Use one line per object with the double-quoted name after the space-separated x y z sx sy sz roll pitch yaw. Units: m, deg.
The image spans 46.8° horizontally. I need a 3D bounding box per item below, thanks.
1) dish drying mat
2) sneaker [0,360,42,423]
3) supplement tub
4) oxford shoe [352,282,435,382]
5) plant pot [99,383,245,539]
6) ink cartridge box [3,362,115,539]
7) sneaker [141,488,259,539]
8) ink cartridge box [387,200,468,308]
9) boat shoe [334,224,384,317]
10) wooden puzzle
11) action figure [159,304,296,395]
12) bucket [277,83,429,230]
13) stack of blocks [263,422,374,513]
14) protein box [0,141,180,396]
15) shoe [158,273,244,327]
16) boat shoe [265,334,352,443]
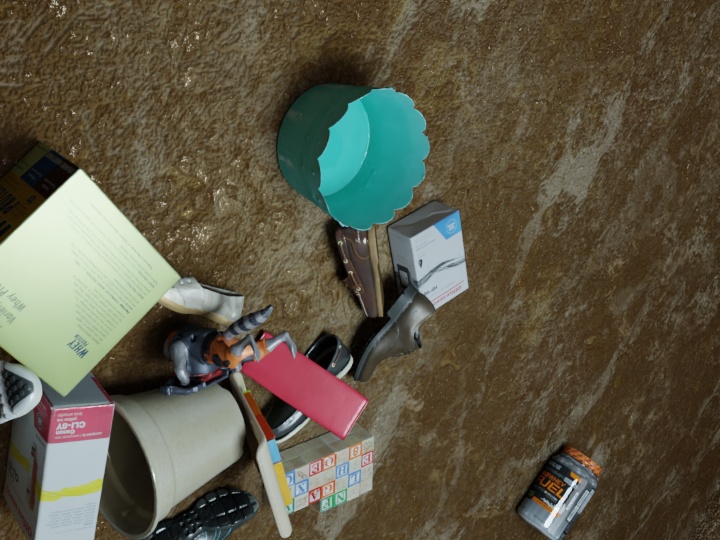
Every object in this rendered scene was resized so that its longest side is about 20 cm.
-0.088 0.181 1.312 0.199 0.018 0.077 34 83 -4 "dish drying mat"
-0.427 0.145 0.993 0.081 0.199 0.076 -2 80 -49 "sneaker"
0.467 0.518 1.939 0.201 0.122 0.123 -54 133 -9 "supplement tub"
0.057 0.125 1.418 0.201 0.084 0.073 -54 179 22 "oxford shoe"
-0.270 0.241 1.169 0.183 0.199 0.203 -19 121 -46 "plant pot"
-0.392 0.233 1.074 0.083 0.145 0.202 0 109 -39 "ink cartridge box"
-0.256 0.417 1.334 0.198 0.075 0.080 -19 134 -25 "sneaker"
0.123 -0.004 1.456 0.115 0.066 0.202 -30 126 -28 "ink cartridge box"
0.000 0.000 1.360 0.070 0.071 0.201 -7 130 3 "boat shoe"
-0.147 0.275 1.267 0.037 0.200 0.187 -17 121 -12 "wooden puzzle"
-0.190 0.103 1.175 0.200 0.192 0.106 -28 110 -66 "action figure"
-0.014 -0.174 1.218 0.206 0.134 0.209 -17 120 -33 "bucket"
-0.072 0.358 1.458 0.199 0.058 0.116 -15 118 -35 "stack of blocks"
-0.369 -0.002 0.996 0.200 0.134 0.199 -48 132 -14 "protein box"
-0.237 0.031 1.170 0.200 0.070 0.054 30 91 -52 "shoe"
-0.094 0.190 1.356 0.202 0.073 0.063 -49 134 -20 "boat shoe"
